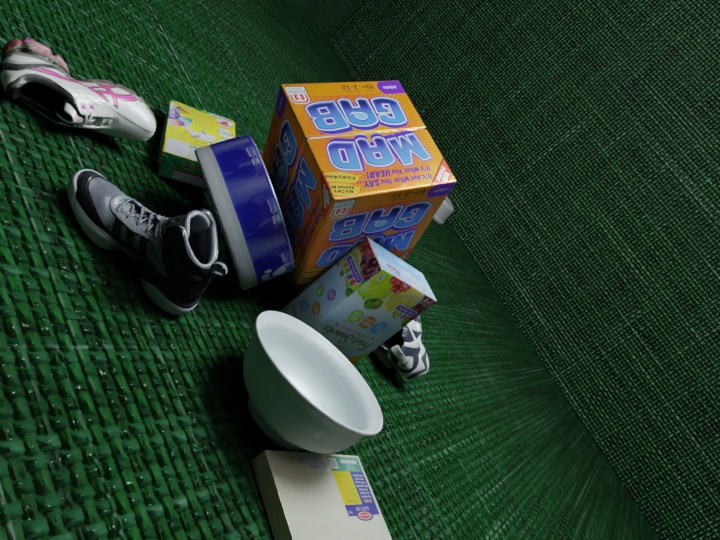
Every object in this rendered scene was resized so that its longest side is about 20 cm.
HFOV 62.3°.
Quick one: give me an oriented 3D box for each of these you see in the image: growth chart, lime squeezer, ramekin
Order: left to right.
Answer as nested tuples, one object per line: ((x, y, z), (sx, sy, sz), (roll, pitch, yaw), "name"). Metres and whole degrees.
((-0.219, -0.025, 0.831), (0.069, 0.038, 0.201), (17, 26, -6), "lime squeezer")
((0.027, 0.123, 1.189), (0.201, 0.018, 0.145), (50, 17, -14), "growth chart")
((0.338, -0.314, 2.690), (0.202, 0.094, 0.203), (46, 18, -20), "ramekin")

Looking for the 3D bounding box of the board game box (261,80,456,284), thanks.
((-0.018, -0.133, 0.889), (0.197, 0.201, 0.202), (-12, 62, -28), "board game box")

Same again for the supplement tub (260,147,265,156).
((-0.101, -0.178, 1.178), (0.198, 0.124, 0.122), (31, 10, 21), "supplement tub")

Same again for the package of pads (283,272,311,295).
((-0.102, -0.036, 1.078), (0.201, 0.068, 0.155), (53, 19, -3), "package of pads")

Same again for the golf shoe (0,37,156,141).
((-0.355, -0.206, 0.761), (0.198, 0.072, 0.093), (20, 41, -43), "golf shoe")

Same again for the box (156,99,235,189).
((-0.263, -0.208, 0.967), (0.115, 0.049, 0.202), (15, 37, -23), "box")

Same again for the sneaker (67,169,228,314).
((-0.233, -0.052, 0.676), (0.201, 0.113, 0.076), (51, 32, -11), "sneaker")

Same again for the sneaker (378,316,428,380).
((0.062, 0.102, 1.154), (0.130, 0.078, 0.202), (49, 25, -45), "sneaker")

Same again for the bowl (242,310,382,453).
((-0.073, 0.151, 0.725), (0.200, 0.091, 0.201), (41, 10, -8), "bowl")

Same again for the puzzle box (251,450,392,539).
((-0.037, 0.283, 0.703), (0.199, 0.025, 0.134), (29, 29, -53), "puzzle box")

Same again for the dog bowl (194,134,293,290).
((-0.162, -0.081, 0.832), (0.200, 0.077, 0.204), (160, -89, -78), "dog bowl")

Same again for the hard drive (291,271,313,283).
((-0.066, -0.032, 1.012), (0.199, 0.026, 0.133), (14, 44, -58), "hard drive")

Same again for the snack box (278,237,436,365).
((-0.007, 0.060, 0.915), (0.168, 0.199, 0.068), (27, 30, -49), "snack box")
